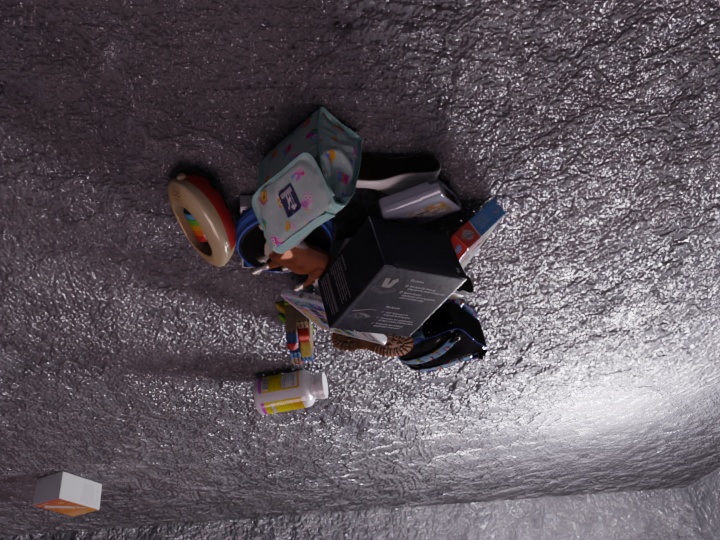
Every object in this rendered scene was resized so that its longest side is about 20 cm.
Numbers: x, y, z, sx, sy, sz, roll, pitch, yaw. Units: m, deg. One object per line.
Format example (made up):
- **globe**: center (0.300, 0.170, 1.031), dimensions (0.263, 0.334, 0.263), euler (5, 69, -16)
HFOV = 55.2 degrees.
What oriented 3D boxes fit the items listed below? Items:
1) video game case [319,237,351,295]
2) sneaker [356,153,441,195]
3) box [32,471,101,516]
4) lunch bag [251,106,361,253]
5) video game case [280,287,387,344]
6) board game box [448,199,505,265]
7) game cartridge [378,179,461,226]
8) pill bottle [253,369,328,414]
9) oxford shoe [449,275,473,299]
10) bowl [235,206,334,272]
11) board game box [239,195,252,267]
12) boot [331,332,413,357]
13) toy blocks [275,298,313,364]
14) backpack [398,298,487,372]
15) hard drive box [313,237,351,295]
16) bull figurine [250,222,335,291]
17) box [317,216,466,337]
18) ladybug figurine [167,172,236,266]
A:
- **video game case**: center (0.034, 0.006, 1.420), dimensions (0.198, 0.024, 0.182), euler (7, 142, -20)
- **sneaker**: center (0.046, -0.162, 1.262), dimensions (0.197, 0.073, 0.085), euler (-1, 144, -12)
- **box**: center (-1.054, 0.809, 2.484), dimensions (0.123, 0.098, 0.200), euler (-19, 145, 17)
- **lunch bag**: center (-0.089, -0.141, 1.145), dimensions (0.121, 0.202, 0.170), euler (33, 132, -32)
- **video game case**: center (-0.056, 0.102, 1.518), dimensions (0.180, 0.024, 0.200), euler (12, 160, 32)
- **board game box**: center (0.205, -0.038, 1.424), dimensions (0.153, 0.040, 0.201), euler (-40, 167, -38)
- **game cartridge**: center (0.110, -0.120, 1.299), dimensions (0.132, 0.042, 0.200), euler (-23, 170, 17)
- **pill bottle**: center (-0.194, 0.340, 1.938), dimensions (0.197, 0.105, 0.105), euler (-10, 147, 6)
- **oxford shoe**: center (0.171, 0.027, 1.570), dimensions (0.084, 0.073, 0.199), euler (-29, 141, 32)
- **bowl**: center (-0.148, -0.062, 1.343), dimensions (0.198, 0.040, 0.201), euler (-6, 147, -4)
- **board game box**: center (-0.178, -0.075, 1.384), dimensions (0.125, 0.035, 0.201), euler (-1, 146, -10)
- **boot**: center (0.038, 0.156, 1.691), dimensions (0.197, 0.076, 0.107), euler (6, -166, 14)
- **toy blocks**: center (-0.145, 0.156, 1.644), dimensions (0.099, 0.138, 0.201), euler (-7, 147, -1)
- **backpack**: center (0.193, 0.169, 1.727), dimensions (0.199, 0.136, 0.182), euler (-27, 142, 27)
- **hard drive box**: center (0.000, 0.000, 1.493), dimensions (0.198, 0.078, 0.156), euler (-13, 145, 10)
- **bull figurine**: center (-0.133, -0.027, 1.304), dimensions (0.121, 0.066, 0.199), euler (-29, 141, 30)
- **box**: center (0.056, 0.018, 1.301), dimensions (0.195, 0.118, 0.200), euler (9, 138, -35)
- **ladybug figurine**: center (-0.284, -0.098, 1.263), dimensions (0.072, 0.135, 0.201), euler (-42, 139, -27)
